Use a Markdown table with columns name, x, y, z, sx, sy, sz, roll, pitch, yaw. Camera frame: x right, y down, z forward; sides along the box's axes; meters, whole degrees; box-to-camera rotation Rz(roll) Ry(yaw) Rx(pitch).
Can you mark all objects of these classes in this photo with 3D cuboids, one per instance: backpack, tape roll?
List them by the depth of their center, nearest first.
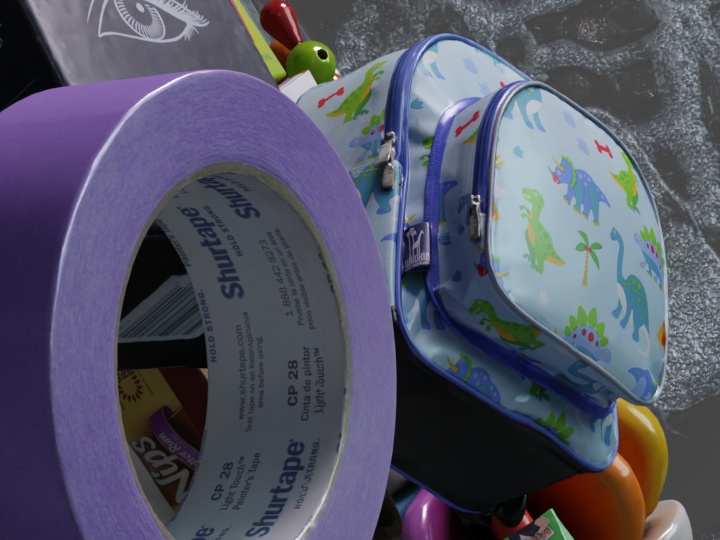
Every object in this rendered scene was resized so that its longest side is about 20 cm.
| name | x | y | z | sx | sy | sz | roll | pitch | yaw |
| --- | --- | --- | --- | --- | --- | --- | --- | --- | --- |
| tape roll | -0.065 | 0.035 | 0.778 | 0.200 | 0.065 | 0.201 | 12 | 76 | -57 |
| backpack | 0.057 | -0.010 | 1.097 | 0.183 | 0.147 | 0.201 | 32 | 45 | -41 |

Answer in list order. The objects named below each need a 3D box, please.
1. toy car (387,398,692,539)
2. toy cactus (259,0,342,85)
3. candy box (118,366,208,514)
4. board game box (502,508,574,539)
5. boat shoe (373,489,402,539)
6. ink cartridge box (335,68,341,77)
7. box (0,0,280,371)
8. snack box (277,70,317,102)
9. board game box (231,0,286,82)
| name | x | y | z | sx | sy | sz | roll | pitch | yaw |
| --- | --- | --- | --- | --- | --- | --- | --- | --- | --- |
| toy car | 0.075 | 0.145 | 1.265 | 0.175 | 0.200 | 0.150 | 53 | 24 | -7 |
| toy cactus | -0.041 | -0.031 | 1.253 | 0.165 | 0.200 | 0.102 | 41 | 31 | 16 |
| candy box | -0.063 | 0.031 | 1.108 | 0.117 | 0.056 | 0.200 | 57 | 20 | -8 |
| board game box | 0.090 | 0.223 | 1.216 | 0.200 | 0.134 | 0.029 | 52 | 9 | -39 |
| boat shoe | -0.035 | 0.102 | 1.210 | 0.073 | 0.063 | 0.201 | 15 | 25 | -30 |
| ink cartridge box | -0.023 | -0.012 | 1.420 | 0.146 | 0.083 | 0.200 | 60 | -14 | 15 |
| box | -0.117 | -0.066 | 0.938 | 0.148 | 0.104 | 0.201 | 1 | 56 | -55 |
| snack box | 0.000 | 0.000 | 1.165 | 0.201 | 0.024 | 0.072 | 60 | 33 | -8 |
| board game box | -0.122 | -0.165 | 1.139 | 0.201 | 0.048 | 0.102 | 57 | 16 | 1 |
